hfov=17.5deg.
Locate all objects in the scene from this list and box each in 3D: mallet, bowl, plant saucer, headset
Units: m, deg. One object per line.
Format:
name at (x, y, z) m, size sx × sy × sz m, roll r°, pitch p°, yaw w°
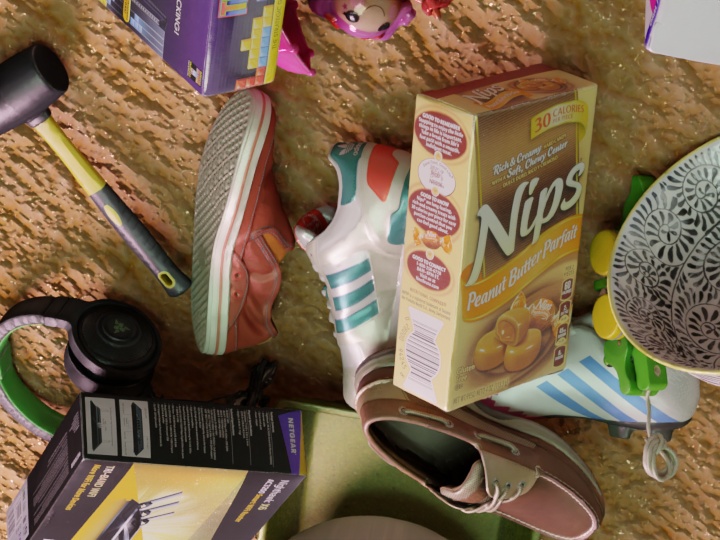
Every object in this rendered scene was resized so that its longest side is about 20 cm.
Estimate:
mallet at (-0.188, -0.056, 1.557) m, size 0.066 × 0.041 × 0.200 m, roll -22°, pitch 115°, yaw 21°
bowl at (0.264, 0.009, 1.464) m, size 0.200 × 0.201 × 0.094 m, roll -21°, pitch 132°, yaw 19°
plant saucer at (0.030, 0.175, 1.674) m, size 0.199 × 0.048 × 0.200 m, roll 10°, pitch 123°, yaw 2°
headset at (-0.164, 0.072, 1.635) m, size 0.200 × 0.094 × 0.124 m, roll 12°, pitch 130°, yaw 18°

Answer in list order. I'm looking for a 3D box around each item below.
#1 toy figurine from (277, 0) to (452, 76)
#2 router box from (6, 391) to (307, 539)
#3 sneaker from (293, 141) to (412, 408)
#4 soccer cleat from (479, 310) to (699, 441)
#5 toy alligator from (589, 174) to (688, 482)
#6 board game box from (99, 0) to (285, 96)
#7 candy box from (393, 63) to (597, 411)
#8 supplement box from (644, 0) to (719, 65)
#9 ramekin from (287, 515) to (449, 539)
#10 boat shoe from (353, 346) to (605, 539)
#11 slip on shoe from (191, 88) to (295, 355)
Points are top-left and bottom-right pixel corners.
toy figurine at (0.006, -0.194, 1.421) m, size 0.200 × 0.150 × 0.184 m, roll 13°, pitch 141°, yaw -30°
router box at (-0.145, 0.154, 1.610) m, size 0.157 × 0.052 × 0.200 m, roll 5°, pitch 149°, yaw -21°
sneaker at (0.000, 0.000, 1.564) m, size 0.093 × 0.070 × 0.200 m, roll 20°, pitch 124°, yaw 11°
soccer cleat at (0.131, 0.065, 1.589) m, size 0.199 × 0.070 × 0.087 m, roll 3°, pitch 100°, yaw 8°
toy alligator at (0.177, 0.039, 1.528) m, size 0.059 × 0.201 × 0.054 m, roll 2°, pitch 172°, yaw -31°
board game box at (-0.103, -0.229, 1.372) m, size 0.057 × 0.165 × 0.200 m, roll -14°, pitch 129°, yaw -31°
candy box at (0.085, -0.022, 1.481) m, size 0.055 × 0.115 × 0.200 m, roll 25°, pitch 120°, yaw 40°
supplement box at (0.220, -0.203, 1.320) m, size 0.103 × 0.200 × 0.101 m, roll 11°, pitch 122°, yaw 2°
ramekin at (0.006, 0.270, 1.650) m, size 0.200 × 0.098 × 0.201 m, roll 4°, pitch 122°, yaw 6°
boat shoe at (0.075, 0.131, 1.546) m, size 0.200 × 0.072 × 0.076 m, roll 31°, pitch 127°, yaw -15°
slip on shoe at (-0.074, -0.032, 1.551) m, size 0.061 × 0.074 × 0.200 m, roll -4°, pitch 124°, yaw -17°
